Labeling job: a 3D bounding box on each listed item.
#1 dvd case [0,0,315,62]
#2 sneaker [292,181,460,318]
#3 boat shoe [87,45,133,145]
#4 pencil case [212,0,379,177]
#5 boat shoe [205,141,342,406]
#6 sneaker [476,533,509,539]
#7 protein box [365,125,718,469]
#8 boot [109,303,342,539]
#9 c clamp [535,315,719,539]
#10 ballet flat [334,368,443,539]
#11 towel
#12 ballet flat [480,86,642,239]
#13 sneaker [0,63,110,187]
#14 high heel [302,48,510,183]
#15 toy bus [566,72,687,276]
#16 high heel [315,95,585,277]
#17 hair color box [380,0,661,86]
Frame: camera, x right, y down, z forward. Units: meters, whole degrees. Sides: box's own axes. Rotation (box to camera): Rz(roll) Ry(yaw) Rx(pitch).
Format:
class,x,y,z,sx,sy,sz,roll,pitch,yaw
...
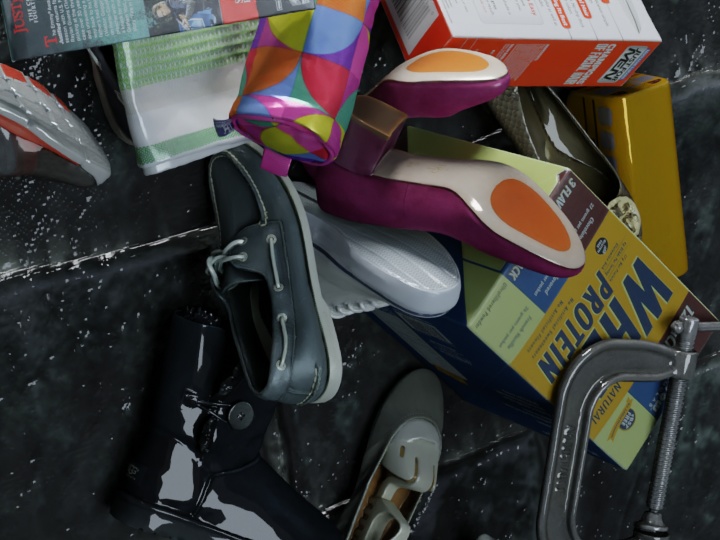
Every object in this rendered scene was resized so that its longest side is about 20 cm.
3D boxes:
class,x,y,z,sx,sy,sz,roll,pitch,yaw
dvd case,-0.137,-0.221,1.384,0.199,0.022,0.147,-12,101,-9
sneaker,0.000,0.000,1.531,0.073,0.200,0.071,-11,117,-33
boat shoe,-0.160,-0.171,1.457,0.072,0.063,0.201,-33,118,-25
pencil case,-0.029,-0.168,1.461,0.088,0.088,0.201,28,73,-36
boat shoe,-0.072,-0.001,1.509,0.062,0.073,0.201,-6,70,-37
sneaker,0.043,0.261,1.696,0.199,0.075,0.093,-18,116,-39
protein box,0.114,0.018,1.612,0.200,0.198,0.135,41,78,-35
boot,-0.071,0.122,1.580,0.199,0.076,0.169,20,93,-31
c clamp,0.203,0.125,1.562,0.170,0.027,0.201,8,99,-35
ballet flat,0.027,0.174,1.670,0.067,0.064,0.201,30,83,-36
towel,-0.106,-0.177,1.452,0.149,0.031,0.201,-22,109,-45
ballet flat,0.152,-0.094,1.659,0.067,0.046,0.200,-37,94,-33
sneaker,-0.257,-0.089,1.419,0.199,0.077,0.082,24,114,-36
high heel,0.031,-0.099,1.529,0.067,0.199,0.096,-35,115,-48
toy bus,0.213,-0.053,1.740,0.065,0.078,0.201,-20,112,-30
high heel,0.060,-0.035,1.490,0.067,0.200,0.096,-38,158,-43
hair color box,0.114,-0.197,1.614,0.199,0.064,0.111,-3,59,-33
